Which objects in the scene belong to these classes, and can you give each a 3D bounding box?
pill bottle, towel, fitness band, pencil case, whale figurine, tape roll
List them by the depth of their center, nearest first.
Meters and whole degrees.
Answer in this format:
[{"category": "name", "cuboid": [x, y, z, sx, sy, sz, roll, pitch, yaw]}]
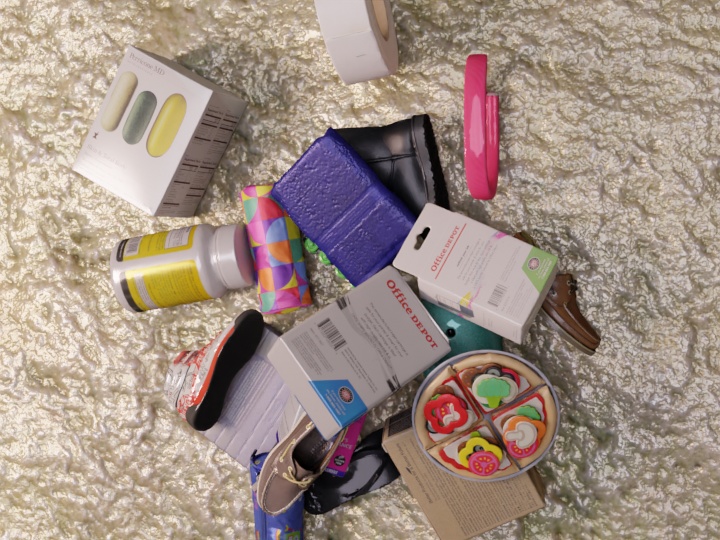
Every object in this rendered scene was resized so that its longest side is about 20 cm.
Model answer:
[{"category": "fitness band", "cuboid": [0.169, -0.199, 1.591, 0.037, 0.144, 0.202, -1, 92, 12]}, {"category": "tape roll", "cuboid": [-0.006, -0.364, 1.597, 0.070, 0.202, 0.204, -10, 90, 13]}, {"category": "whale figurine", "cuboid": [0.155, 0.114, 1.629, 0.159, 0.104, 0.201, -32, 87, 12]}, {"category": "towel", "cuboid": [-0.018, -0.088, 1.633, 0.200, 0.050, 0.148, 47, 118, -1]}, {"category": "pencil case", "cuboid": [-0.126, -0.036, 1.704, 0.088, 0.088, 0.202, -10, 88, 14]}, {"category": "pencil case", "cuboid": [-0.125, 0.368, 1.705, 0.078, 0.087, 0.202, 8, 103, 39]}, {"category": "pill bottle", "cuboid": [-0.264, -0.007, 1.720, 0.198, 0.114, 0.115, -10, 90, 14]}]

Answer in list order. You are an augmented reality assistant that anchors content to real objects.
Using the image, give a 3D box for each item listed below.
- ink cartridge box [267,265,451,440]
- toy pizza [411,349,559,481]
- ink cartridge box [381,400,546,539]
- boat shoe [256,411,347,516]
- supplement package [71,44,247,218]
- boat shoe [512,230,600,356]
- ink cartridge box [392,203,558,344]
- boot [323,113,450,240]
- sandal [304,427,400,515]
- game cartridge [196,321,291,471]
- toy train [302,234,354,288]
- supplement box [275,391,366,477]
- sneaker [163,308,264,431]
[{"category": "ink cartridge box", "cuboid": [-0.001, 0.110, 1.545, 0.199, 0.084, 0.146, -32, 80, -26]}, {"category": "toy pizza", "cuboid": [0.168, 0.201, 1.533, 0.198, 0.032, 0.202, 1, 112, 3]}, {"category": "ink cartridge box", "cuboid": [0.147, 0.271, 1.620, 0.164, 0.075, 0.201, -25, 109, 14]}, {"category": "boat shoe", "cuboid": [-0.081, 0.262, 1.593, 0.072, 0.060, 0.201, 32, 98, -15]}, {"category": "supplement package", "cuboid": [-0.295, -0.202, 1.699, 0.151, 0.151, 0.201, 29, 98, 11]}, {"category": "boat shoe", "cuboid": [0.273, 0.030, 1.612, 0.200, 0.072, 0.068, 46, 102, 8]}, {"category": "ink cartridge box", "cuboid": [0.156, 0.002, 1.568, 0.199, 0.067, 0.118, 26, 71, 16]}, {"category": "boot", "cuboid": [0.036, -0.120, 1.664, 0.167, 0.076, 0.202, -10, 99, 21]}, {"category": "sandal", "cuboid": [-0.005, 0.305, 1.706, 0.200, 0.043, 0.076, -37, 84, 12]}, {"category": "game cartridge", "cuboid": [-0.154, 0.193, 1.744, 0.129, 0.038, 0.201, 36, 100, 14]}, {"category": "toy train", "cuboid": [0.000, 0.000, 1.695, 0.200, 0.042, 0.056, 40, 91, 9]}, {"category": "supplement box", "cuboid": [-0.043, 0.180, 1.661, 0.100, 0.103, 0.201, 17, 100, -11]}, {"category": "sneaker", "cuboid": [-0.228, 0.130, 1.724, 0.108, 0.067, 0.202, 33, 100, 42]}]
